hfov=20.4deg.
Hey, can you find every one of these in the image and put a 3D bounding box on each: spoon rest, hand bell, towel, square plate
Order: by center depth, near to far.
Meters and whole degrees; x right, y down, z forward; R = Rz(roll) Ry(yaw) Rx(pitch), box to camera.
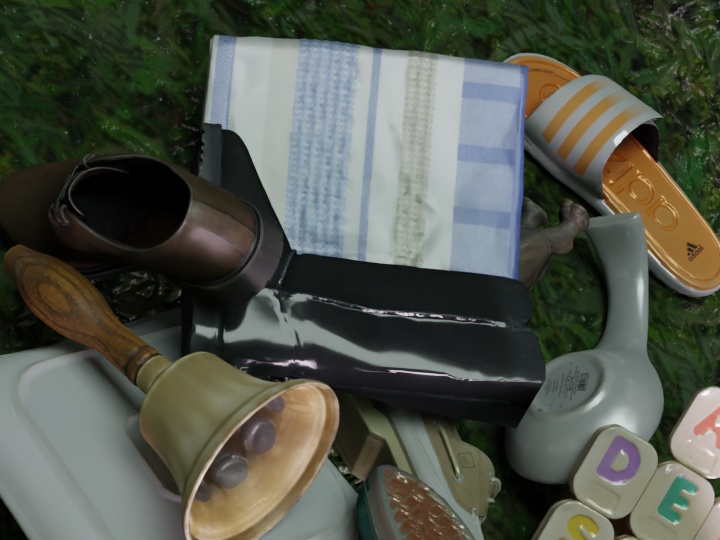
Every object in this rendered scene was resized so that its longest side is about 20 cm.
[{"bbox_3d":[-0.116,0.047,1.035,0.104,0.105,0.200,-31,54,-34],"label":"hand bell"},{"bbox_3d":[-0.098,0.100,1.059,0.197,0.029,0.200,-15,57,-43],"label":"square plate"},{"bbox_3d":[-0.001,-0.062,1.191,0.199,0.024,0.148,4,80,-5],"label":"towel"},{"bbox_3d":[0.146,0.054,1.221,0.061,0.099,0.201,58,37,-36],"label":"spoon rest"}]

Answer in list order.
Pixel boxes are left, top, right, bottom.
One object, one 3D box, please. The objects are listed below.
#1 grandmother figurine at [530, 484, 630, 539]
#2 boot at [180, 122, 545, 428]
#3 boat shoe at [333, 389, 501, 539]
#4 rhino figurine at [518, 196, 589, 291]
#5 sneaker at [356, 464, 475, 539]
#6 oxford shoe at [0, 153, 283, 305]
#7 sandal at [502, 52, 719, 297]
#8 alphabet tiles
[{"bbox_3d":[0.202,0.189,1.189,0.200,0.061,0.122,36,82,-7],"label":"grandmother figurine"},{"bbox_3d":[0.000,0.001,1.131,0.199,0.066,0.166,6,58,-12],"label":"boot"},{"bbox_3d":[0.045,0.126,1.133,0.068,0.075,0.201,-17,71,-26],"label":"boat shoe"},{"bbox_3d":[0.038,-0.053,1.235,0.200,0.060,0.088,36,65,0],"label":"rhino figurine"},{"bbox_3d":[0.026,0.187,1.014,0.071,0.080,0.201,26,28,-34],"label":"sneaker"},{"bbox_3d":[-0.137,-0.038,1.070,0.084,0.199,0.073,36,68,-46],"label":"oxford shoe"},{"bbox_3d":[0.177,-0.076,1.314,0.207,0.059,0.079,45,54,3],"label":"sandal"},{"bbox_3d":[0.198,0.177,1.148,0.199,0.015,0.196,32,89,-8],"label":"alphabet tiles"}]
